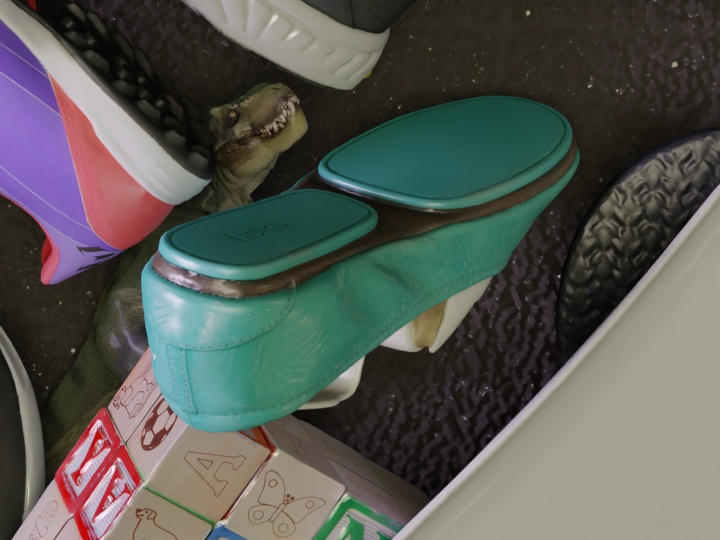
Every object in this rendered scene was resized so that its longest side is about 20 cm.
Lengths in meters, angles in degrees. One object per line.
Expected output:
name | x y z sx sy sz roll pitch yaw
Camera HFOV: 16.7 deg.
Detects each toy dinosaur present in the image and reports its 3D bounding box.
toy dinosaur | -0.060 0.032 0.824 0.088 0.047 0.200 35 100 -4

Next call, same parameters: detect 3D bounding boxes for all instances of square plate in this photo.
square plate | 0.117 0.086 0.794 0.200 0.028 0.198 -47 118 -7

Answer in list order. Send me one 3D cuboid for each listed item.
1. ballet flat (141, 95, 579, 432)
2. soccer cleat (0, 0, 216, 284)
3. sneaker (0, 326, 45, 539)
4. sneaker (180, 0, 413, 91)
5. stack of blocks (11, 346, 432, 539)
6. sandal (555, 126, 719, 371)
ballet flat | 0.000 0.000 0.769 0.067 0.200 0.070 22 119 29
soccer cleat | -0.134 -0.076 0.748 0.073 0.068 0.200 -41 114 13
sneaker | -0.163 0.018 0.776 0.071 0.099 0.200 -16 93 16
sneaker | -0.048 -0.127 0.744 0.085 0.074 0.200 -49 140 17
stack of blocks | -0.014 0.123 0.800 0.200 0.059 0.115 33 98 -26
sandal | 0.098 0.041 0.837 0.075 0.045 0.200 10 113 1
